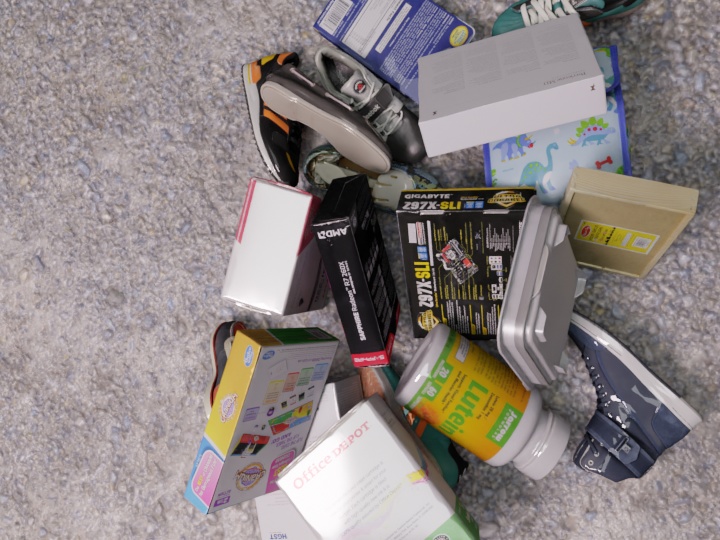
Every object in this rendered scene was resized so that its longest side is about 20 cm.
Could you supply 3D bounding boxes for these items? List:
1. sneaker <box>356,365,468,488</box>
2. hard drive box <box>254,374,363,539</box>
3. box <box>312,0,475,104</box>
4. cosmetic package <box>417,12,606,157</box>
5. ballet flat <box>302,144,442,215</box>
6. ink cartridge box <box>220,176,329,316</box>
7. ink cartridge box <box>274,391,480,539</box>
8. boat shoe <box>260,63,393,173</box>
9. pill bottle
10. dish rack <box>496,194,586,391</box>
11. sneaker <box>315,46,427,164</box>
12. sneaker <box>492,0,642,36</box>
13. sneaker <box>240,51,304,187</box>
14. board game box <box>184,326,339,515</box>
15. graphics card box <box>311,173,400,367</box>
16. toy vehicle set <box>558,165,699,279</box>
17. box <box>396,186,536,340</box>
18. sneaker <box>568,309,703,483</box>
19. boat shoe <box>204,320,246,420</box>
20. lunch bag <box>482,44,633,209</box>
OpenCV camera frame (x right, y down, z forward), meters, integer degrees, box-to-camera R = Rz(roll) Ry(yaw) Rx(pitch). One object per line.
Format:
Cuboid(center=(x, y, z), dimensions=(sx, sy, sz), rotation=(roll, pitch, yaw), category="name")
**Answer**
Cuboid(center=(0.065, 0.193, 0.914), dimensions=(0.202, 0.079, 0.072), rotation=(59, 141, 25), category="sneaker")
Cuboid(center=(-0.065, 0.252, 0.922), dimensions=(0.153, 0.076, 0.205), rotation=(-12, 85, 26), category="hard drive box")
Cuboid(center=(0.045, -0.321, 0.945), dimensions=(0.199, 0.032, 0.122), rotation=(39, 99, 14), category="box")
Cuboid(center=(0.164, -0.213, 0.801), dimensions=(0.196, 0.152, 0.052), rotation=(-12, 129, 15), category="cosmetic package")
Cuboid(center=(0.011, -0.114, 0.929), dimensions=(0.196, 0.074, 0.076), rotation=(16, 92, 16), category="ballet flat")
Cuboid(center=(-0.088, -0.025, 0.887), dimensions=(0.083, 0.200, 0.149), rotation=(15, 92, 9), category="ink cartridge box")
Cuboid(center=(0.020, 0.265, 0.805), dimensions=(0.145, 0.087, 0.201), rotation=(-41, 83, 5), category="ink cartridge box")
Cuboid(center=(-0.034, -0.200, 0.896), dimensions=(0.198, 0.067, 0.057), rotation=(33, 66, 6), category="boat shoe")
Cuboid(center=(0.149, 0.163, 0.854), dimensions=(0.198, 0.111, 0.112), rotation=(33, 97, 0), category="pill bottle")
Cuboid(center=(0.204, 0.033, 0.766), dimensions=(0.043, 0.200, 0.175), rotation=(9, 72, 29), category="dish rack")
Cuboid(center=(0.009, -0.217, 0.926), dimensions=(0.200, 0.088, 0.074), rotation=(43, 97, 11), category="sneaker")
Cuboid(center=(0.253, -0.327, 0.855), dimensions=(0.196, 0.080, 0.073), rotation=(-18, 87, 15), category="sneaker")
Cuboid(center=(-0.100, -0.210, 0.948), dimensions=(0.088, 0.070, 0.204), rotation=(-20, 68, 10), category="sneaker")
Cuboid(center=(-0.110, 0.168, 0.817), dimensions=(0.040, 0.152, 0.204), rotation=(25, 100, 31), category="board game box")
Cuboid(center=(0.000, 0.000, 0.858), dimensions=(0.050, 0.126, 0.203), rotation=(-6, 120, 15), category="graphics card box")
Cuboid(center=(0.282, -0.047, 0.788), dimensions=(0.122, 0.200, 0.027), rotation=(14, 73, 11), category="toy vehicle set")
Cuboid(center=(0.132, -0.002, 0.846), dimensions=(0.156, 0.050, 0.203), rotation=(1, 129, 16), category="box")
Cuboid(center=(0.283, 0.156, 0.848), dimensions=(0.202, 0.077, 0.147), rotation=(45, 100, 14), category="sneaker")
Cuboid(center=(-0.159, 0.126, 0.919), dimensions=(0.062, 0.201, 0.072), rotation=(-28, 117, 9), category="boat shoe")
Cuboid(center=(0.235, -0.167, 0.850), dimensions=(0.166, 0.127, 0.205), rotation=(-5, 72, 20), category="lunch bag")
